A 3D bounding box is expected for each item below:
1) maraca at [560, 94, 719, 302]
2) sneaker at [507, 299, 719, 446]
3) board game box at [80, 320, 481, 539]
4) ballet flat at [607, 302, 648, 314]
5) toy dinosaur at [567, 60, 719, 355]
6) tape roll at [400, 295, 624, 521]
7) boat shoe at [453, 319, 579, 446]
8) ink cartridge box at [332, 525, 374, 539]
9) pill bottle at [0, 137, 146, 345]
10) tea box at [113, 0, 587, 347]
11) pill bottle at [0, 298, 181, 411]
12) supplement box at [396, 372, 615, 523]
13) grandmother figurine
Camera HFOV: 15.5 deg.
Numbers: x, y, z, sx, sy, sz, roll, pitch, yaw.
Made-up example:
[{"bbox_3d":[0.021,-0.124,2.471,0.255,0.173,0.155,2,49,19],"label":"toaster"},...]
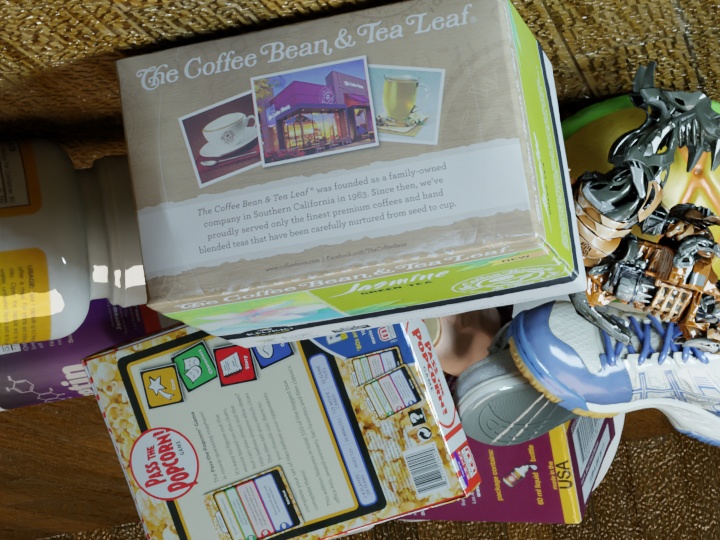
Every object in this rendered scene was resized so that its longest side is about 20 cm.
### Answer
[{"bbox_3d":[0.150,-0.041,1.581,0.200,0.137,0.107,-4,-157,-5],"label":"maraca"},{"bbox_3d":[0.182,0.045,1.584,0.200,0.075,0.088,13,143,-34],"label":"sneaker"},{"bbox_3d":[-0.048,0.089,1.578,0.200,0.152,0.046,-18,-177,16],"label":"board game box"},{"bbox_3d":[0.144,-0.010,1.674,0.200,0.070,0.069,22,-176,26],"label":"ballet flat"},{"bbox_3d":[0.151,-0.038,1.474,0.200,0.136,0.102,38,180,-26],"label":"toy dinosaur"},{"bbox_3d":[0.087,0.085,2.001,0.139,0.203,0.203,-3,169,-32],"label":"tape roll"},{"bbox_3d":[0.118,0.057,1.649,0.202,0.065,0.074,-15,152,-48],"label":"boat shoe"},{"bbox_3d":[-0.079,0.104,1.971,0.084,0.200,0.145,-18,166,34],"label":"ink cartridge box"},{"bbox_3d":[-0.211,-0.013,1.447,0.200,0.113,0.113,-7,170,-11],"label":"pill bottle"},{"bbox_3d":[0.000,-0.048,1.368,0.200,0.134,0.197,-10,169,12],"label":"tea box"},{"bbox_3d":[-0.191,0.027,1.686,0.200,0.113,0.112,-11,170,12],"label":"pill bottle"},{"bbox_3d":[0.063,0.109,1.822,0.200,0.086,0.110,-1,-150,21],"label":"supplement box"},{"bbox_3d":[0.071,0.040,1.676,0.061,0.121,0.200,18,171,28],"label":"grandmother figurine"}]
